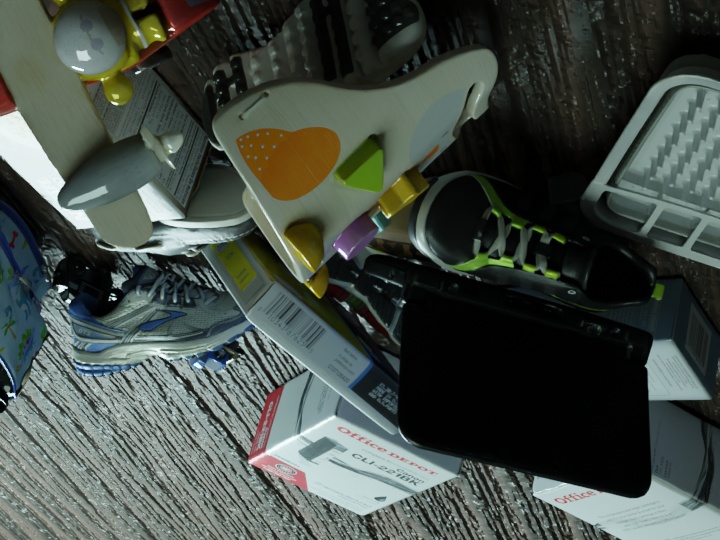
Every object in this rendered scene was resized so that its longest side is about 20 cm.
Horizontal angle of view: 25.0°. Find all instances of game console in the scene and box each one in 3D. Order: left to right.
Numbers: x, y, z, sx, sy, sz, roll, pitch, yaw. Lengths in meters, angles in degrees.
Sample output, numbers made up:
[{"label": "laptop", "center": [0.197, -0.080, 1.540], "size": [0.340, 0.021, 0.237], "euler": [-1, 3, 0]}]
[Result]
[{"label": "game console", "center": [0.102, 0.073, 1.181], "size": [0.199, 0.117, 0.176], "euler": [16, -179, -20]}]

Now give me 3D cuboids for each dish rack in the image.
[{"label": "dish rack", "center": [0.252, -0.071, 1.086], "size": [0.170, 0.044, 0.200], "euler": [18, 152, -2]}]

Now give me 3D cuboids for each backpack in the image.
[{"label": "backpack", "center": [-0.380, 0.007, 1.449], "size": [0.182, 0.148, 0.201], "euler": [10, 146, 13]}]

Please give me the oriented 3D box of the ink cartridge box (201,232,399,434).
[{"label": "ink cartridge box", "center": [-0.055, 0.026, 1.353], "size": [0.197, 0.047, 0.200], "euler": [40, -171, -38]}]

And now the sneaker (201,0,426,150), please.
[{"label": "sneaker", "center": [-0.021, -0.136, 1.101], "size": [0.081, 0.076, 0.199], "euler": [10, 157, -41]}]

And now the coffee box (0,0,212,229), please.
[{"label": "coffee box", "center": [-0.215, -0.120, 1.204], "size": [0.114, 0.080, 0.200], "euler": [-3, 147, 31]}]

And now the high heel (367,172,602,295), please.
[{"label": "high heel", "center": [0.095, -0.006, 1.251], "size": [0.198, 0.072, 0.143], "euler": [-6, 140, 19]}]

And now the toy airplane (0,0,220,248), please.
[{"label": "toy airplane", "center": [-0.195, -0.135, 1.022], "size": [0.199, 0.201, 0.141], "euler": [20, 170, -23]}]

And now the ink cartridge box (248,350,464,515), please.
[{"label": "ink cartridge box", "center": [0.000, 0.159, 1.590], "size": [0.144, 0.084, 0.200], "euler": [27, 150, -18]}]

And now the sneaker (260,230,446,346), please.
[{"label": "sneaker", "center": [0.000, 0.000, 1.341], "size": [0.200, 0.077, 0.085], "euler": [40, 164, -29]}]

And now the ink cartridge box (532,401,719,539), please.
[{"label": "ink cartridge box", "center": [0.283, 0.198, 1.511], "size": [0.199, 0.085, 0.146], "euler": [29, 149, -22]}]

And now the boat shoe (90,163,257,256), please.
[{"label": "boat shoe", "center": [-0.150, -0.042, 1.296], "size": [0.199, 0.074, 0.061], "euler": [3, 128, 35]}]

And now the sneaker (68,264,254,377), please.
[{"label": "sneaker", "center": [-0.177, 0.036, 1.461], "size": [0.198, 0.077, 0.086], "euler": [-14, 102, 11]}]

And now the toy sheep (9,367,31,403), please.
[{"label": "toy sheep", "center": [-0.404, 0.079, 1.621], "size": [0.199, 0.138, 0.138], "euler": [15, 156, 36]}]

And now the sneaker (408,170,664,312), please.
[{"label": "sneaker", "center": [0.129, -0.019, 1.124], "size": [0.199, 0.072, 0.083], "euler": [16, 177, -29]}]

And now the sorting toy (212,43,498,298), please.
[{"label": "sorting toy", "center": [0.010, -0.081, 1.068], "size": [0.107, 0.179, 0.200], "euler": [55, 176, 9]}]

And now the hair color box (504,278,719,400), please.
[{"label": "hair color box", "center": [0.185, 0.060, 1.341], "size": [0.199, 0.061, 0.099], "euler": [-4, 146, 32]}]

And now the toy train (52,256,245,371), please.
[{"label": "toy train", "center": [-0.200, 0.046, 1.534], "size": [0.199, 0.046, 0.034], "euler": [26, 150, -18]}]
